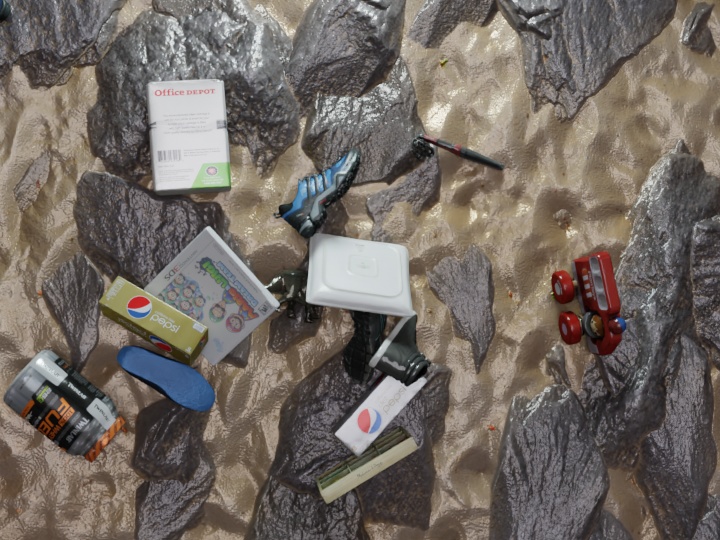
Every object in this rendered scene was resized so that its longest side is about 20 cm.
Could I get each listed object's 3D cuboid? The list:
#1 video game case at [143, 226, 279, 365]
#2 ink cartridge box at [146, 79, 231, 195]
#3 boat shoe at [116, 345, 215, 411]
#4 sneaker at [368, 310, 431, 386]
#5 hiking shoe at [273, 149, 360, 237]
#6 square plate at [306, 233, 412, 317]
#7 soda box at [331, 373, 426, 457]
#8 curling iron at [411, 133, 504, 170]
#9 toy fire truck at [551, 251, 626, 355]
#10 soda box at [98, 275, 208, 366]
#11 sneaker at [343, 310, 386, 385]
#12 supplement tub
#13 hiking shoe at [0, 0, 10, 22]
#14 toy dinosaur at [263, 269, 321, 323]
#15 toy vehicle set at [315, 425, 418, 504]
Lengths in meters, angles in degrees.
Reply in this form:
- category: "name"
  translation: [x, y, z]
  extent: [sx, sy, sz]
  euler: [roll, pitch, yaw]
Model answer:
- category: "video game case"
  translation: [-0.281, 0.050, 1.692]
  extent: [0.182, 0.024, 0.200]
  euler: [-41, 94, 16]
- category: "ink cartridge box"
  translation: [-0.322, -0.249, 1.695]
  extent: [0.144, 0.084, 0.202]
  euler: [-4, 89, -8]
- category: "boat shoe"
  translation: [-0.360, 0.195, 1.691]
  extent: [0.199, 0.069, 0.084]
  euler: [36, 76, -6]
- category: "sneaker"
  translation: [0.091, 0.152, 1.698]
  extent: [0.099, 0.200, 0.071]
  euler: [37, 122, 3]
- category: "hiking shoe"
  translation: [-0.077, -0.164, 1.725]
  extent: [0.086, 0.074, 0.201]
  euler: [35, 76, 7]
- category: "square plate"
  translation: [0.000, 0.000, 1.695]
  extent: [0.198, 0.199, 0.029]
  euler: [8, 131, -8]
- category: "soda box"
  translation: [0.035, 0.263, 1.742]
  extent: [0.068, 0.064, 0.200]
  euler: [44, 84, -4]
- category: "curling iron"
  translation: [0.193, -0.230, 1.797]
  extent: [0.198, 0.026, 0.050]
  euler: [11, 108, -12]
- category: "toy fire truck"
  translation: [0.460, 0.067, 1.751]
  extent: [0.111, 0.168, 0.202]
  euler: [-11, 90, -7]
- category: "soda box"
  translation: [-0.381, 0.094, 1.663]
  extent: [0.199, 0.068, 0.064]
  euler: [30, 64, 5]
- category: "sneaker"
  translation: [0.020, 0.125, 1.736]
  extent: [0.075, 0.079, 0.202]
  euler: [18, 110, 34]
- category: "supplement tub"
  translation: [-0.535, 0.250, 1.636]
  extent: [0.200, 0.123, 0.123]
  euler: [39, 84, -5]
- category: "hiking shoe"
  translation: [-0.746, -0.505, 1.643]
  extent: [0.198, 0.087, 0.075]
  euler: [16, 87, -7]
- category: "toy dinosaur"
  translation: [-0.115, 0.040, 1.733]
  extent: [0.198, 0.077, 0.103]
  euler: [11, 74, -2]
- category: "toy vehicle set"
  translation: [0.010, 0.366, 1.705]
  extent: [0.199, 0.124, 0.027]
  euler: [-30, 93, -8]
